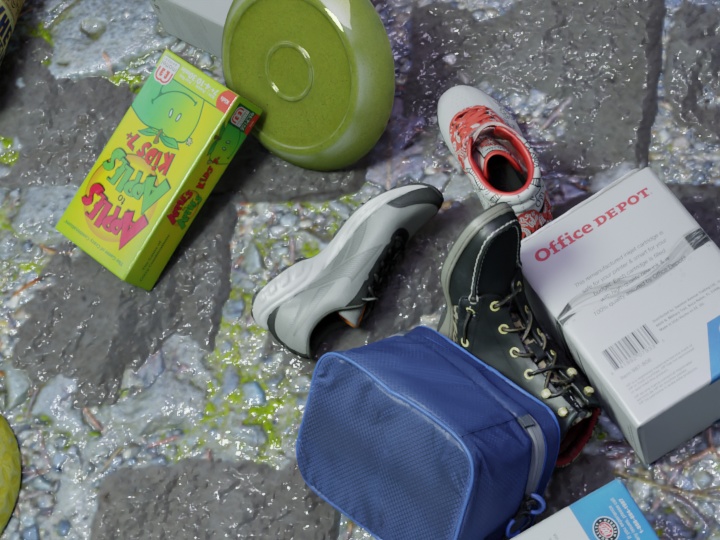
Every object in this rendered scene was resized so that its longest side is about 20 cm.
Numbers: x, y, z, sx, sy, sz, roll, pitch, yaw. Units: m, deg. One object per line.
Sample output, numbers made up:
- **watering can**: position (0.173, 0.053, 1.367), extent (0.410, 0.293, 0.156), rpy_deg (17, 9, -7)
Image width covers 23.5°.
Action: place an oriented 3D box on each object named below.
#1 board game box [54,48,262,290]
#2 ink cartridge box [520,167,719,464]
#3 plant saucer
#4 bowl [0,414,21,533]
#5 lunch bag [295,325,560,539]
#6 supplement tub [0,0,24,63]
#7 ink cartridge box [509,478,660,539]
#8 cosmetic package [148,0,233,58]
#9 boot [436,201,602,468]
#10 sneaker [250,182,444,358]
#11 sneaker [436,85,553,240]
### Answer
- **board game box**: position (-0.189, -0.094, 1.617), extent (0.101, 0.048, 0.200), rpy_deg (34, 93, 29)
- **ink cartridge box**: position (0.237, 0.034, 1.433), extent (0.144, 0.084, 0.200), rpy_deg (-31, 58, -4)
- **plant saucer**: position (-0.058, -0.186, 1.594), extent (0.200, 0.201, 0.031), rpy_deg (26, 31, 27)
- **bowl**: position (-0.412, 0.175, 1.525), extent (0.199, 0.108, 0.201), rpy_deg (-7, 58, 12)
- **lunch bag**: position (0.064, 0.140, 1.376), extent (0.200, 0.136, 0.132), rpy_deg (35, 34, 30)
- **supplement tub**: position (-0.424, -0.265, 1.764), extent (0.144, 0.145, 0.201), rpy_deg (4, 62, 18)
- **ink cartridge box**: position (0.152, 0.277, 1.316), extent (0.200, 0.084, 0.145), rpy_deg (-29, 57, -2)
- **cosmetic package**: position (-0.102, -0.262, 1.709), extent (0.200, 0.081, 0.113), rpy_deg (31, 73, 28)
- **boot**: position (0.135, 0.054, 1.392), extent (0.073, 0.204, 0.154), rpy_deg (-30, 59, -27)
- **sneaker**: position (0.000, 0.000, 1.537), extent (0.200, 0.074, 0.079), rpy_deg (-41, 67, -3)
- **sneaker**: position (0.115, -0.115, 1.542), extent (0.067, 0.108, 0.202), rpy_deg (-24, 57, 2)
